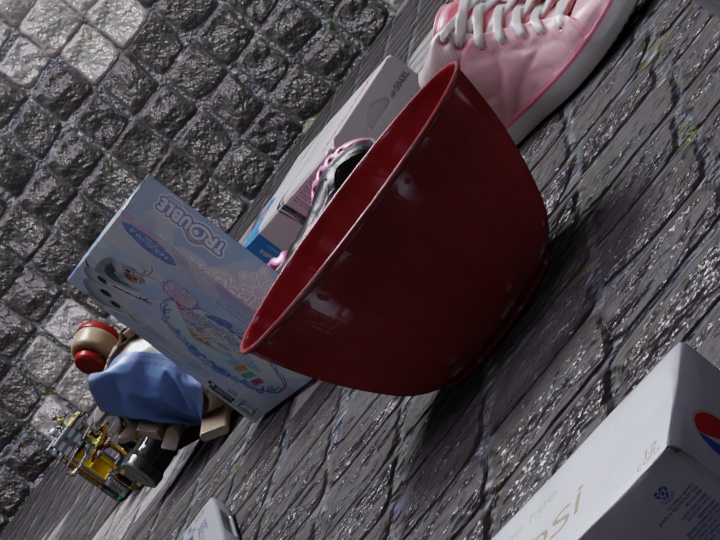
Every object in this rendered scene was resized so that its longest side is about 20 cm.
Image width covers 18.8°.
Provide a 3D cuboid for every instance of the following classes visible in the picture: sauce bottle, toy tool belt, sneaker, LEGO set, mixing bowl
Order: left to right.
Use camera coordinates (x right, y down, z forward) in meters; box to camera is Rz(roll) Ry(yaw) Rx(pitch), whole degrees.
[{"bbox_3d":[-0.269,0.166,2.375,0.154,0.116,0.200,-55,7,-9],"label":"LEGO set"},{"bbox_3d":[-0.196,0.105,2.017,0.199,0.125,0.123,0,48,24],"label":"toy tool belt"},{"bbox_3d":[-0.160,0.120,2.111,0.200,0.066,0.066,-59,8,-23],"label":"sauce bottle"},{"bbox_3d":[-0.027,-0.020,1.884,0.200,0.079,0.095,-60,9,12],"label":"sneaker"},{"bbox_3d":[0.034,-0.006,1.207,0.200,0.108,0.200,-52,8,10],"label":"mixing bowl"},{"bbox_3d":[0.109,-0.164,1.515,0.200,0.105,0.075,-44,9,49],"label":"sneaker"}]

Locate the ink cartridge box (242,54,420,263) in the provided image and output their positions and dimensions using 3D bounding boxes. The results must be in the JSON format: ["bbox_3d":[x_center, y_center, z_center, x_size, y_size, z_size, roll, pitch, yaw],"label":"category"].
[{"bbox_3d":[-0.013,-0.087,2.037,0.200,0.084,0.146,-44,12,52],"label":"ink cartridge box"}]

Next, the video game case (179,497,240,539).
[{"bbox_3d":[-0.153,0.257,1.527,0.200,0.023,0.182,-54,6,-1],"label":"video game case"}]

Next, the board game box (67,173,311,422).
[{"bbox_3d":[-0.124,0.027,1.732,0.043,0.200,0.199,-55,7,-24],"label":"board game box"}]

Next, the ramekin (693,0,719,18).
[{"bbox_3d":[0.213,-0.212,1.068,0.201,0.098,0.200,-52,7,8],"label":"ramekin"}]

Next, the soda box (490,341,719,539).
[{"bbox_3d":[0.053,0.119,0.641,0.200,0.064,0.068,-50,7,26],"label":"soda box"}]
